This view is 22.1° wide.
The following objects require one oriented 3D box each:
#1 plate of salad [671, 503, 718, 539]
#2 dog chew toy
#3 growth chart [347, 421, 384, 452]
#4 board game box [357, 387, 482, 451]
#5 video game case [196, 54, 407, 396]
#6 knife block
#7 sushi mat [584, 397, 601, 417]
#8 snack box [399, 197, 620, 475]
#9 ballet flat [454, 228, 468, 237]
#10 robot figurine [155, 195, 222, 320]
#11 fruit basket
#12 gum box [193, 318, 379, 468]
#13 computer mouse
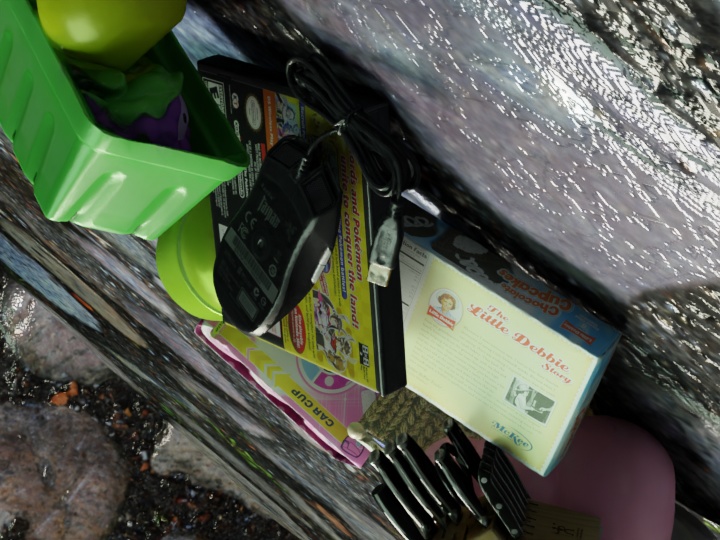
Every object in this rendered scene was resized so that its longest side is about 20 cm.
[{"bbox_3d":[0.196,0.236,1.443,0.199,0.199,0.048,31,130,29],"label":"plate of salad"},{"bbox_3d":[0.133,0.168,1.380,0.197,0.126,0.125,3,164,1],"label":"dog chew toy"},{"bbox_3d":[0.064,0.199,1.499,0.200,0.018,0.145,45,178,40],"label":"growth chart"},{"bbox_3d":[0.114,0.182,1.660,0.159,0.097,0.200,29,164,36],"label":"board game box"},{"bbox_3d":[-0.041,-0.033,1.255,0.180,0.025,0.202,21,123,46],"label":"video game case"},{"bbox_3d":[0.078,0.212,1.314,0.174,0.202,0.064,13,-155,7],"label":"knife block"},{"bbox_3d":[0.128,0.089,1.493,0.199,0.012,0.096,27,161,41],"label":"sushi mat"},{"bbox_3d":[0.070,0.040,1.262,0.199,0.037,0.117,33,131,15],"label":"snack box"},{"bbox_3d":[0.085,0.046,1.349,0.069,0.070,0.200,29,164,34],"label":"ballet flat"},{"bbox_3d":[-0.107,-0.016,1.553,0.175,0.116,0.200,40,167,-11],"label":"robot figurine"},{"bbox_3d":[-0.158,-0.152,1.211,0.155,0.218,0.215,12,-171,-42],"label":"fruit basket"},{"bbox_3d":[-0.046,0.072,1.693,0.200,0.114,0.066,43,166,-19],"label":"gum box"},{"bbox_3d":[-0.021,-0.025,1.178,0.046,0.201,0.140,-8,-138,-42],"label":"computer mouse"}]
